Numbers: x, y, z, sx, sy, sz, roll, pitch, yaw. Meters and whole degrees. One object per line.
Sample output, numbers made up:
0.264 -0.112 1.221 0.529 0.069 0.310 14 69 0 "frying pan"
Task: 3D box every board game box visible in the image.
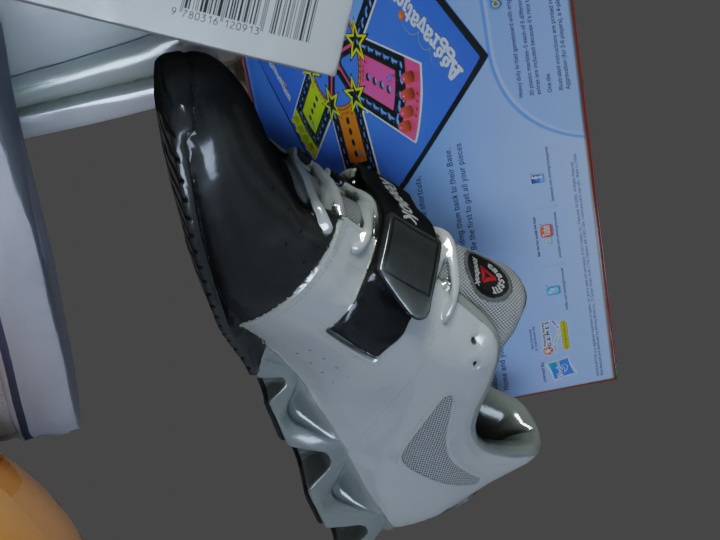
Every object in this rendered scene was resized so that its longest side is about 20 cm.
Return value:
0.020 -0.039 0.850 0.103 0.019 0.200 -11 125 -2 "board game box"

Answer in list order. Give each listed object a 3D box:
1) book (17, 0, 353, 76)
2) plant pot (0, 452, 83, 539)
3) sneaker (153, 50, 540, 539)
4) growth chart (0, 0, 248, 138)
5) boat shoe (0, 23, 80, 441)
-0.047 -0.164 0.728 0.134 0.048 0.200 13 93 -19 "book"
-0.156 0.122 0.784 0.200 0.140 0.200 2 100 9 "plant pot"
0.000 0.000 0.822 0.088 0.074 0.200 -20 135 7 "sneaker"
-0.088 -0.127 0.801 0.145 0.018 0.200 -9 119 -3 "growth chart"
-0.134 -0.026 0.808 0.070 0.071 0.200 -10 132 -3 "boat shoe"
